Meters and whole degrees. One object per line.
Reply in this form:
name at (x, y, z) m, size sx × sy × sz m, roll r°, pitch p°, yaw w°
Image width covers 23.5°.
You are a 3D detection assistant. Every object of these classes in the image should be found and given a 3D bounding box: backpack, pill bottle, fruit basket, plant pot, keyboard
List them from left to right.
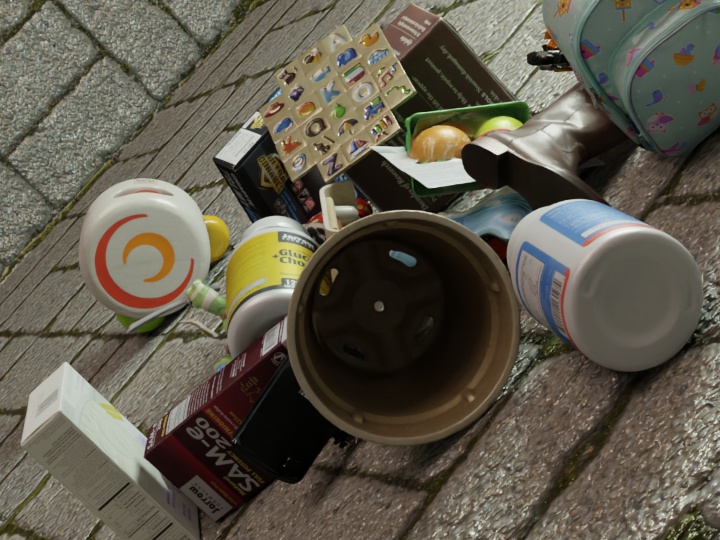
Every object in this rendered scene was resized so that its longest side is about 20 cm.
pill bottle at (-0.084, 0.024, 1.796) m, size 0.112 × 0.112 × 0.200 m, roll -39°, pitch 26°, yaw 16°
keyboard at (-0.034, 0.122, 1.635) m, size 0.200 × 0.104 × 0.040 m, roll -54°, pitch -4°, yaw -29°
plant pot at (0.027, 0.042, 1.545) m, size 0.200 × 0.200 × 0.183 m, roll -45°, pitch 8°, yaw -2°
fruit basket at (0.123, -0.109, 1.744) m, size 0.185 × 0.094 × 0.200 m, roll -8°, pitch 22°, yaw -15°
pill bottle at (0.185, 0.004, 1.375) m, size 0.112 × 0.112 × 0.200 m, roll -44°, pitch 17°, yaw 0°
backpack at (0.268, -0.214, 1.541) m, size 0.176 × 0.200 × 0.153 m, roll -38°, pitch 33°, yaw 12°

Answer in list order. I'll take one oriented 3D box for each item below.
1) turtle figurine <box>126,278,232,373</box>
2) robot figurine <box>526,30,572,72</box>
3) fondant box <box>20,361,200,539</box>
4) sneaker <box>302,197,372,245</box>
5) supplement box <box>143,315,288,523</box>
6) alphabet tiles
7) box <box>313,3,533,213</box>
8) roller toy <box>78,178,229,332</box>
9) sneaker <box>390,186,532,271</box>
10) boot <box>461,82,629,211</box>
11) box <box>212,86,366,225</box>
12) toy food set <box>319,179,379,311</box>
turtle figurine at (-0.150, 0.055, 1.964) m, size 0.200 × 0.144 × 0.194 m, roll -20°, pitch 25°, yaw 46°
robot figurine at (0.253, -0.228, 1.738) m, size 0.145 × 0.058 × 0.200 m, roll -6°, pitch 8°, yaw -18°
fondant box at (-0.252, 0.199, 1.761) m, size 0.058 × 0.200 × 0.144 m, roll -41°, pitch 17°, yaw 6°
sneaker at (-0.018, -0.050, 2.025) m, size 0.085 × 0.077 × 0.200 m, roll -42°, pitch 17°, yaw -10°
supplement box at (-0.106, 0.146, 1.708) m, size 0.200 × 0.109 × 0.061 m, roll -40°, pitch 18°, yaw 17°
alphabet tiles at (-0.027, -0.185, 1.894) m, size 0.166 × 0.006 × 0.200 m, roll -36°, pitch 45°, yaw 11°
box at (0.058, -0.174, 1.981) m, size 0.200 × 0.164 × 0.166 m, roll -44°, pitch 18°, yaw 3°
roller toy at (-0.304, -0.036, 2.447) m, size 0.200 × 0.182 × 0.140 m, roll -43°, pitch 16°, yaw 6°
sneaker at (0.093, -0.012, 1.681) m, size 0.200 × 0.078 × 0.090 m, roll -30°, pitch 25°, yaw 39°
boot at (0.225, -0.112, 1.633) m, size 0.200 × 0.064 × 0.186 m, roll -27°, pitch 48°, yaw -36°
box at (-0.064, -0.133, 2.108) m, size 0.050 × 0.200 × 0.199 m, roll 26°, pitch 66°, yaw 42°
toy food set at (0.000, 0.000, 1.769) m, size 0.060 × 0.144 × 0.200 m, roll -9°, pitch 17°, yaw 0°
